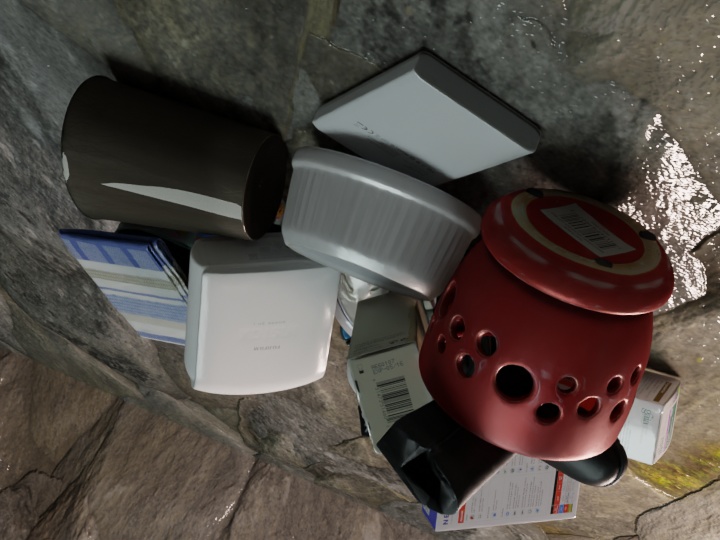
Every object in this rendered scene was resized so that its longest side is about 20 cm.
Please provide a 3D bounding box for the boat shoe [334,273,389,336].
[{"bbox_3d":[0.000,0.000,1.458,0.069,0.071,0.201,-4,118,42],"label":"boat shoe"}]

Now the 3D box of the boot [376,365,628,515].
[{"bbox_3d":[0.131,0.166,1.173,0.164,0.066,0.199,36,-150,24],"label":"boot"}]

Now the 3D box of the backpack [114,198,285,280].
[{"bbox_3d":[-0.186,-0.033,1.527,0.198,0.155,0.176,16,157,-3],"label":"backpack"}]

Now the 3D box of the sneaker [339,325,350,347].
[{"bbox_3d":[0.067,0.086,1.719,0.198,0.074,0.082,22,-167,-11],"label":"sneaker"}]

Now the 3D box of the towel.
[{"bbox_3d":[-0.241,0.022,1.485,0.146,0.024,0.201,6,145,32],"label":"towel"}]

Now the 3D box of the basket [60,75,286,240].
[{"bbox_3d":[-0.189,-0.107,1.370,0.198,0.137,0.181,14,150,16],"label":"basket"}]

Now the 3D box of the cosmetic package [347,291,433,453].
[{"bbox_3d":[0.038,0.096,1.320,0.072,0.104,0.200,-15,-166,7],"label":"cosmetic package"}]

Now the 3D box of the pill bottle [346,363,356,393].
[{"bbox_3d":[0.077,0.125,1.579,0.199,0.114,0.113,5,155,49],"label":"pill bottle"}]

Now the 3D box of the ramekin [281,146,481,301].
[{"bbox_3d":[0.013,-0.041,1.286,0.201,0.095,0.202,22,175,2],"label":"ramekin"}]

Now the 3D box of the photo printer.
[{"bbox_3d":[-0.109,0.054,1.425,0.165,0.070,0.201,-3,131,-16],"label":"photo printer"}]

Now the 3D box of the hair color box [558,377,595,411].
[{"bbox_3d":[0.212,0.096,1.362,0.110,0.064,0.200,19,-158,13],"label":"hair color box"}]

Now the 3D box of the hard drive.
[{"bbox_3d":[0.054,-0.128,1.171,0.131,0.026,0.200,31,160,-20],"label":"hard drive"}]

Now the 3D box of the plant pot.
[{"bbox_3d":[0.167,0.039,1.163,0.199,0.201,0.184,21,121,8],"label":"plant pot"}]

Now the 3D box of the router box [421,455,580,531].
[{"bbox_3d":[0.168,0.190,1.482,0.178,0.202,0.049,-1,-160,-17],"label":"router box"}]

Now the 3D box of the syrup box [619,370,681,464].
[{"bbox_3d":[0.272,0.153,1.554,0.198,0.080,0.081,15,-156,24],"label":"syrup box"}]

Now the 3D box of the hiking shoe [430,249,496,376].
[{"bbox_3d":[0.117,0.041,1.361,0.086,0.201,0.074,29,125,-36],"label":"hiking shoe"}]

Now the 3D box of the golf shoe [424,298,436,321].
[{"bbox_3d":[0.096,0.046,1.512,0.077,0.089,0.199,38,156,-34],"label":"golf shoe"}]

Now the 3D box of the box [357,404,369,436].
[{"bbox_3d":[0.133,0.177,1.698,0.197,0.050,0.199,1,-167,41],"label":"box"}]
